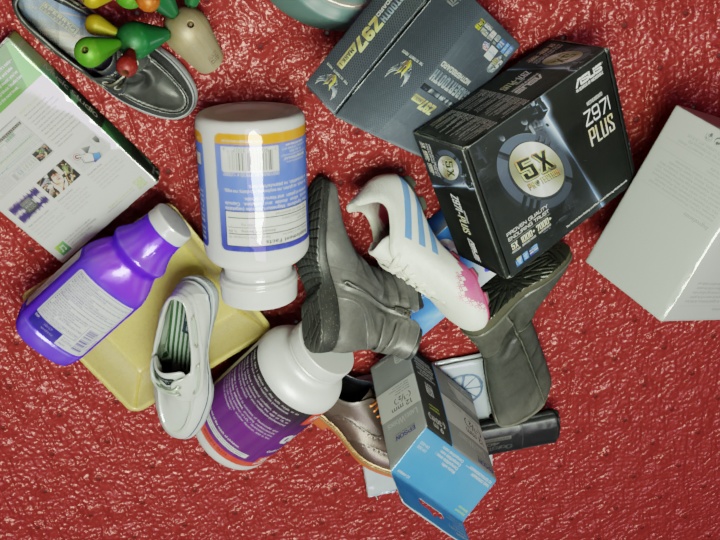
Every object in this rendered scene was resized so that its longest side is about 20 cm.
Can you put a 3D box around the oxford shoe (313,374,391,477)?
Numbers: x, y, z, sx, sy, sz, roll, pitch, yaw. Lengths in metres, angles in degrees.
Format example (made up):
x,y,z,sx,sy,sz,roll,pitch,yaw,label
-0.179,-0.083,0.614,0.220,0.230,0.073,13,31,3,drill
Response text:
x,y,z,sx,sy,sz,roll,pitch,yaw,label
0.012,0.184,1.062,0.200,0.071,0.073,33,128,0,oxford shoe

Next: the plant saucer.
x,y,z,sx,sy,sz,roll,pitch,yaw,label
-0.236,0.038,0.987,0.200,0.048,0.200,-31,119,7,plant saucer

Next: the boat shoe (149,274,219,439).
x,y,z,sx,sy,sz,roll,pitch,yaw,label
-0.203,0.103,0.952,0.073,0.067,0.201,14,111,17,boat shoe

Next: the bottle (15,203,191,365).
x,y,z,sx,sy,sz,roll,pitch,yaw,label
-0.262,0.011,0.902,0.200,0.065,0.084,-40,119,12,bottle

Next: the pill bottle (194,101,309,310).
x,y,z,sx,sy,sz,roll,pitch,yaw,label
-0.109,-0.066,0.903,0.112,0.112,0.201,-4,112,-9,pill bottle

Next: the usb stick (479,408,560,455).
x,y,z,sx,sy,sz,roll,pitch,yaw,label
0.166,0.220,1.148,0.199,0.033,0.056,-10,127,-4,usb stick

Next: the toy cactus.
x,y,z,sx,sy,sz,roll,pitch,yaw,label
-0.171,-0.248,0.806,0.200,0.102,0.165,-64,149,-17,toy cactus

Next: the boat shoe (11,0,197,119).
x,y,z,sx,sy,sz,roll,pitch,yaw,label
-0.243,-0.208,0.837,0.070,0.066,0.200,-44,117,14,boat shoe

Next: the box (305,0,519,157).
x,y,z,sx,sy,sz,roll,pitch,yaw,label
0.058,-0.200,0.846,0.158,0.051,0.200,-47,155,16,box

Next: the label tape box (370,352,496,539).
x,y,z,sx,sy,sz,roll,pitch,yaw,label
0.090,0.202,1.018,0.066,0.200,0.143,-37,125,18,label tape box

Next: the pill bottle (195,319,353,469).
x,y,z,sx,sy,sz,roll,pitch,yaw,label
-0.099,0.139,1.007,0.112,0.113,0.200,32,125,-25,pill bottle

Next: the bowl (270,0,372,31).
x,y,z,sx,sy,sz,roll,pitch,yaw,label
-0.011,-0.309,0.804,0.200,0.105,0.201,-4,119,-7,bowl

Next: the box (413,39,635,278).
x,y,z,sx,sy,sz,roll,pitch,yaw,label
0.178,-0.119,0.914,0.200,0.086,0.164,-35,124,-17,box

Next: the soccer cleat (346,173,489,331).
x,y,z,sx,sy,sz,roll,pitch,yaw,label
0.057,-0.009,0.937,0.086,0.070,0.200,-32,87,-33,soccer cleat

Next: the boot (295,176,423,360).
x,y,z,sx,sy,sz,roll,pitch,yaw,label
0.000,0.000,0.965,0.131,0.070,0.201,4,77,-26,boot

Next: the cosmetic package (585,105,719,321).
x,y,z,sx,sy,sz,roll,pitch,yaw,label
0.391,-0.057,0.972,0.199,0.123,0.200,3,121,-42,cosmetic package

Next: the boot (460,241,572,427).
x,y,z,sx,sy,sz,roll,pitch,yaw,label
0.210,0.082,1.082,0.182,0.073,0.200,-37,125,-7,boot

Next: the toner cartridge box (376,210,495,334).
x,y,z,sx,sy,sz,roll,pitch,yaw,label
0.098,-0.009,1.027,0.200,0.043,0.095,-42,119,13,toner cartridge box

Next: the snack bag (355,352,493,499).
x,y,z,sx,sy,sz,roll,pitch,yaw,label
0.086,0.207,1.158,0.188,0.021,0.200,-12,120,-3,snack bag

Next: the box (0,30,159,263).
x,y,z,sx,sy,sz,roll,pitch,yaw,label
-0.327,-0.120,0.890,0.144,0.036,0.200,-37,120,11,box
